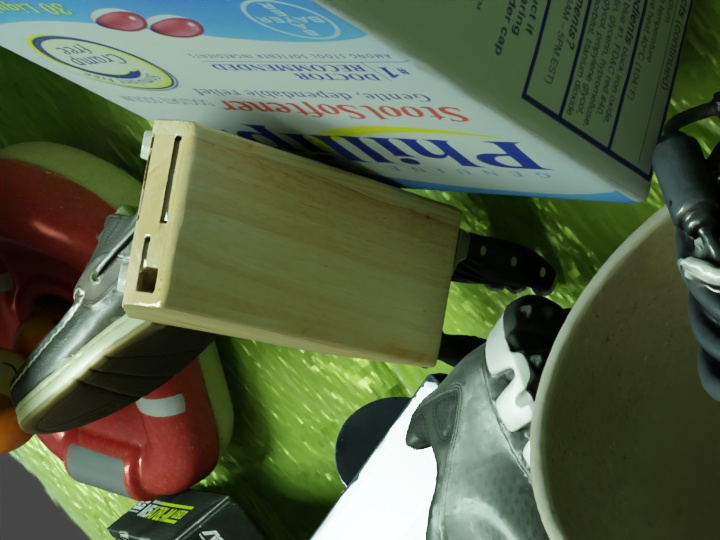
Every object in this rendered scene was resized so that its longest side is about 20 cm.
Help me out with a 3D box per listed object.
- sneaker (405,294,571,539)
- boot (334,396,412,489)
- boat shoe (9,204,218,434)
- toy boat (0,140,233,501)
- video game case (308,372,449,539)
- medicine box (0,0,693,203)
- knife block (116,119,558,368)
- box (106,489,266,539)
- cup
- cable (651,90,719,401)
[{"bbox_3d":[0.072,0.115,0.707,0.090,0.066,0.201,-36,64,32],"label":"sneaker"},{"bbox_3d":[0.086,0.119,0.859,0.199,0.075,0.097,24,162,12],"label":"boot"},{"bbox_3d":[-0.087,-0.003,0.865,0.200,0.073,0.065,-40,70,16],"label":"boat shoe"},{"bbox_3d":[-0.153,0.040,0.946,0.130,0.131,0.201,11,128,37],"label":"toy boat"},{"bbox_3d":[0.023,0.164,0.786,0.143,0.019,0.200,45,111,27],"label":"video game case"},{"bbox_3d":[-0.015,-0.103,0.648,0.182,0.103,0.200,6,167,40],"label":"medicine box"},{"bbox_3d":[0.000,0.000,0.729,0.175,0.064,0.200,9,175,-5],"label":"knife block"},{"bbox_3d":[-0.043,0.202,0.988,0.200,0.047,0.193,53,166,-5],"label":"box"},{"bbox_3d":[0.177,0.071,0.641,0.200,0.201,0.143,1,144,42],"label":"cup"},{"bbox_3d":[0.173,-0.037,0.568,0.200,0.164,0.051,-27,131,33],"label":"cable"}]
